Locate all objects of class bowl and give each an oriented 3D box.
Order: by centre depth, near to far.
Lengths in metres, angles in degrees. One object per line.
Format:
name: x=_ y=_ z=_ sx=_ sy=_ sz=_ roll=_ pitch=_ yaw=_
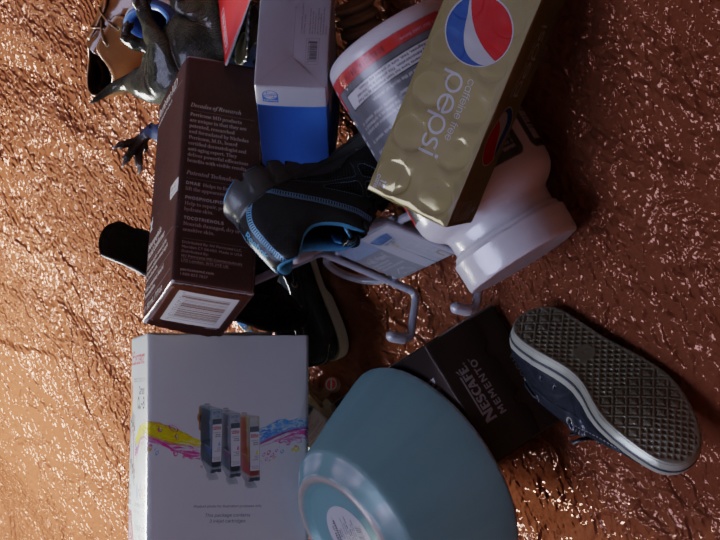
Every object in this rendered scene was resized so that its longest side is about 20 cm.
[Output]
bowl: x=0.023 y=0.192 z=1.670 sx=0.200 sy=0.105 sz=0.202 roll=35 pitch=141 yaw=33

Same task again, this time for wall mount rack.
wall mount rack: x=0.000 y=0.000 z=1.664 sx=0.200 sy=0.173 sz=0.075 roll=-27 pitch=47 yaw=59

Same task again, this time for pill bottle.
pill bottle: x=0.071 y=-0.093 z=1.523 sx=0.201 sy=0.115 sz=0.116 roll=60 pitch=149 yaw=7

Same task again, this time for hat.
hat: x=-0.124 y=-0.023 z=1.757 sx=0.200 sy=0.200 sz=0.082 roll=34 pitch=107 yaw=40

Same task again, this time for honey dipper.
honey dipper: x=0.026 y=-0.122 z=1.649 sx=0.038 sy=0.038 sz=0.202 roll=4 pitch=118 yaw=55

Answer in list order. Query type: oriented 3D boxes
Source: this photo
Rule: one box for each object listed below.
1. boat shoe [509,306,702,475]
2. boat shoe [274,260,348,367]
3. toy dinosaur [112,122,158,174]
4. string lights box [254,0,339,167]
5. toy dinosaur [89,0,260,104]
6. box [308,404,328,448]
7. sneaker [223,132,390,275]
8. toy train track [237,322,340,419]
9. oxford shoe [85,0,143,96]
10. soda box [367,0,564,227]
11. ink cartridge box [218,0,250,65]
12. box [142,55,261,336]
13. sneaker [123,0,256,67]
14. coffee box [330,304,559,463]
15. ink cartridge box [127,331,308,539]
boat shoe: x=0.186 y=0.099 z=1.541 sx=0.200 sy=0.074 sz=0.063 roll=38 pitch=147 yaw=44
boat shoe: x=-0.082 y=0.001 z=1.875 sx=0.074 sy=0.066 sz=0.201 roll=-13 pitch=102 yaw=60
toy dinosaur: x=-0.137 y=-0.130 z=1.820 sx=0.181 sy=0.105 sz=0.202 roll=-17 pitch=77 yaw=40
string lights box: x=-0.048 y=-0.135 z=1.634 sx=0.200 sy=0.058 sz=0.104 roll=89 pitch=-176 yaw=-62
toy dinosaur: x=-0.151 y=-0.188 z=1.716 sx=0.103 sy=0.199 sz=0.077 roll=60 pitch=-171 yaw=17
box: x=-0.068 y=0.166 z=1.952 sx=0.199 sy=0.036 sz=0.144 roll=12 pitch=149 yaw=52
sneaker: x=-0.007 y=-0.055 z=1.579 sx=0.082 sy=0.199 sz=0.073 roll=55 pitch=152 yaw=23
toy train track: x=-0.077 y=0.070 z=1.931 sx=0.200 sy=0.033 sz=0.115 roll=46 pitch=-175 yaw=25
oxford shoe: x=-0.221 y=-0.234 z=1.907 sx=0.071 sy=0.071 sz=0.201 roll=48 pitch=144 yaw=27
soda box: x=0.078 y=-0.135 z=1.422 sx=0.067 sy=0.064 sz=0.201 roll=26 pitch=102 yaw=16
ink cartridge box: x=-0.110 y=-0.296 z=1.618 sx=0.177 sy=0.044 sz=0.201 roll=120 pitch=149 yaw=-50
box: x=-0.126 y=-0.060 z=1.651 sx=0.100 sy=0.074 sz=0.202 roll=131 pitch=145 yaw=-61
sneaker: x=-0.129 y=-0.187 z=1.790 sx=0.200 sy=0.082 sz=0.074 roll=40 pitch=142 yaw=28
coffee box: x=0.068 y=0.120 z=1.724 sx=0.114 sy=0.079 sz=0.200 roll=59 pitch=149 yaw=4
ink cartridge box: x=-0.125 y=0.153 z=1.768 sx=0.145 sy=0.143 sz=0.202 roll=162 pitch=109 yaw=-77
